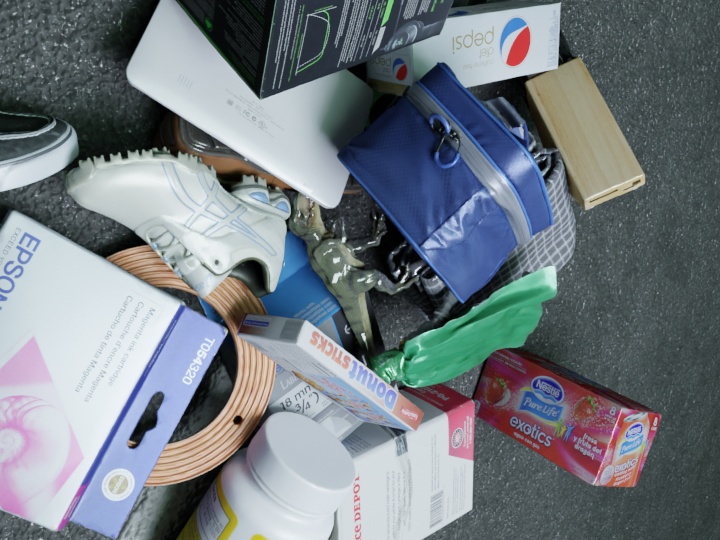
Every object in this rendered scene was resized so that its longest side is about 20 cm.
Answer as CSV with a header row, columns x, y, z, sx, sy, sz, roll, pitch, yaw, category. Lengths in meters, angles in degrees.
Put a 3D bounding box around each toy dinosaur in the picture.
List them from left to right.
x,y,z,sx,sy,sz,roll,pitch,yaw,category
0.000,0.000,0.748,0.088,0.047,0.202,-33,114,-18,toy dinosaur

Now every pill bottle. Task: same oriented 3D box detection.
x,y,z,sx,sy,sz,roll,pitch,yaw,category
-0.094,0.235,0.728,0.113,0.115,0.201,18,114,-42,pill bottle

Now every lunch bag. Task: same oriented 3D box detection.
x,y,z,sx,sy,sz,roll,pitch,yaw,category
0.081,-0.077,0.677,0.132,0.136,0.200,-41,159,4,lunch bag

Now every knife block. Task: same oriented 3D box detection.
x,y,z,sx,sy,sz,roll,pitch,yaw,category
0.211,-0.174,0.838,0.063,0.200,0.178,-23,108,9,knife block

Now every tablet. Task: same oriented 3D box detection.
x,y,z,sx,sy,sz,roll,pitch,yaw,category
-0.080,-0.152,0.659,0.198,0.014,0.132,31,62,-26,tablet

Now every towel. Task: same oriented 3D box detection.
x,y,z,sx,sy,sz,roll,pitch,yaw,category
0.136,-0.022,0.845,0.200,0.086,0.166,-42,147,-4,towel

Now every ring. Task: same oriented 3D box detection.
x,y,z,sx,sy,sz,roll,pitch,yaw,category
-0.168,0.079,0.679,0.197,0.019,0.204,-2,95,-23,ring

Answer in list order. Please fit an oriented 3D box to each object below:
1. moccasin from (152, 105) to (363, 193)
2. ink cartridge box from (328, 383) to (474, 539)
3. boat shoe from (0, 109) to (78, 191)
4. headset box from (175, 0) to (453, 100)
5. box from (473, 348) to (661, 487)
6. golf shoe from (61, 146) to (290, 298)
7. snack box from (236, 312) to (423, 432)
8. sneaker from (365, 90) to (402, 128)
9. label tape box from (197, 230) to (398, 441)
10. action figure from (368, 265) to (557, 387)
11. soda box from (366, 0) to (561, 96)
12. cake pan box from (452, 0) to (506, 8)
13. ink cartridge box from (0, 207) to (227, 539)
x,y,z,sx,sy,sz,roll,pitch,yaw,category
-0.080,-0.098,0.703,0.199,0.077,0.075,-1,80,-36,moccasin
0.029,0.226,0.890,0.198,0.084,0.147,-17,115,-37,ink cartridge box
-0.285,-0.092,0.527,0.196,0.074,0.069,-10,125,-28,boat shoe
-0.037,-0.247,0.612,0.198,0.175,0.093,-28,157,-31,headset box
0.242,0.172,0.976,0.099,0.199,0.097,16,96,-42,box
-0.132,-0.031,0.625,0.198,0.078,0.099,11,68,-44,golf shoe
-0.021,0.094,0.718,0.200,0.071,0.025,43,60,-45,snack box
0.074,-0.109,0.819,0.077,0.083,0.200,-54,132,-11,sneaker
-0.054,0.075,0.784,0.143,0.063,0.202,-35,124,-27,label tape box
0.093,0.061,0.778,0.198,0.055,0.119,-21,138,-28,action figure
0.099,-0.210,0.754,0.198,0.068,0.065,-19,117,-35,soda box
0.063,-0.290,0.776,0.198,0.052,0.187,0,106,-41,cake pan box
-0.225,0.088,0.620,0.198,0.043,0.199,31,83,-23,ink cartridge box
